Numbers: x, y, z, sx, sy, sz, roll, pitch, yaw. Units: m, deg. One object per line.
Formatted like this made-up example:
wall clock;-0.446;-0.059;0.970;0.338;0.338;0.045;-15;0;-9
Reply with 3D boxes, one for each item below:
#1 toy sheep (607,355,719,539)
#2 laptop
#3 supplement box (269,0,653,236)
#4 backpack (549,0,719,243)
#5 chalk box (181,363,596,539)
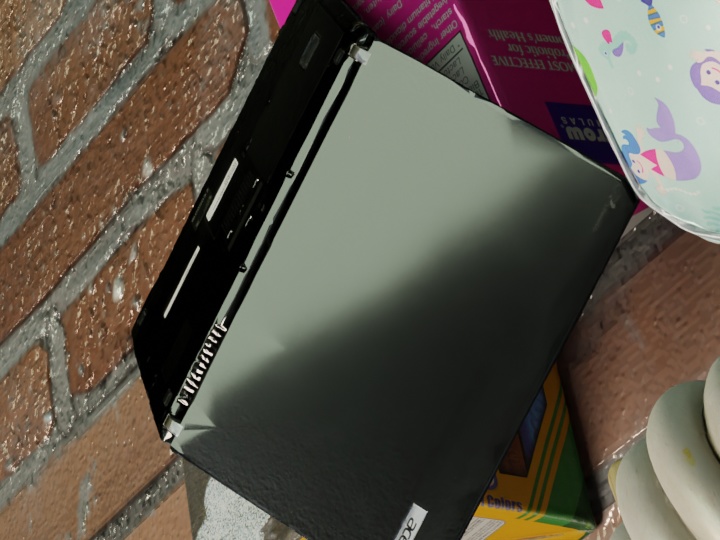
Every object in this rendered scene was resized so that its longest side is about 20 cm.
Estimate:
toy sheep;0.144;0.087;0.861;0.200;0.138;0.138;-56;37;23
laptop;0.000;0.000;0.999;0.178;0.103;0.200;-62;17;10
supplement box;0.040;-0.097;1.077;0.103;0.101;0.201;-42;59;39
backpack;0.150;-0.096;0.862;0.200;0.150;0.178;-9;109;56
chalk box;0.001;0.044;1.104;0.125;0.124;0.201;-44;43;42
